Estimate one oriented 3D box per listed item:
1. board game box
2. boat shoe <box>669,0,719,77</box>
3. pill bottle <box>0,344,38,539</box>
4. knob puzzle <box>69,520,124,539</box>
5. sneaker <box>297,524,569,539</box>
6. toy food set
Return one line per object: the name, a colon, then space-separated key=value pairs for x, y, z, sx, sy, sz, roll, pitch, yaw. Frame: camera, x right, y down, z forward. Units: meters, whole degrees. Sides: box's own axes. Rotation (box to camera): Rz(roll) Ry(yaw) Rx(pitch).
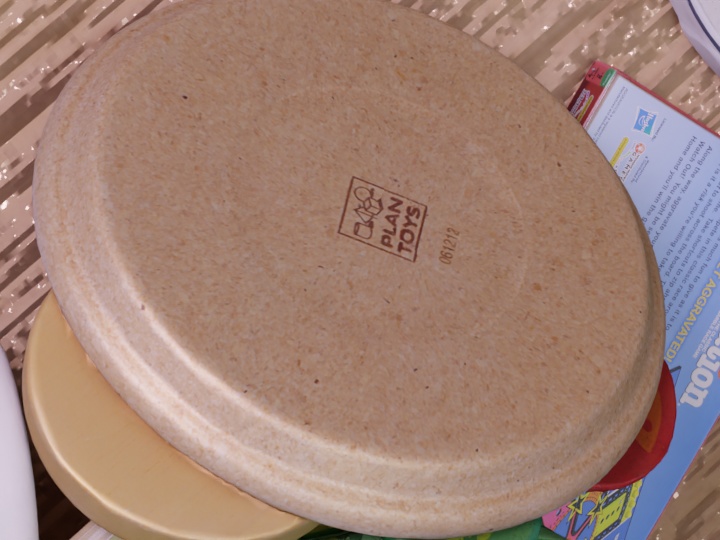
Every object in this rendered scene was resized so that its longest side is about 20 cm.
board game box: x=0.068 y=0.042 z=0.916 sx=0.103 sy=0.019 sz=0.200 roll=29 pitch=92 yaw=-25
boat shoe: x=0.133 y=-0.121 z=0.859 sx=0.075 sy=0.086 sz=0.202 roll=-32 pitch=114 yaw=-11
pill bottle: x=-0.197 y=0.072 z=0.762 sx=0.200 sy=0.112 sz=0.113 roll=-5 pitch=107 yaw=-21
knob puzzle: x=-0.046 y=0.136 z=0.812 sx=0.220 sy=0.030 sz=0.220 roll=-29 pitch=129 yaw=-43
sneaker: x=-0.003 y=0.107 z=0.767 sx=0.200 sy=0.083 sz=0.074 roll=-23 pitch=112 yaw=-44
toy food set: x=0.000 y=0.000 z=0.802 sx=0.198 sy=0.200 sz=0.049 roll=9 pitch=141 yaw=-18
